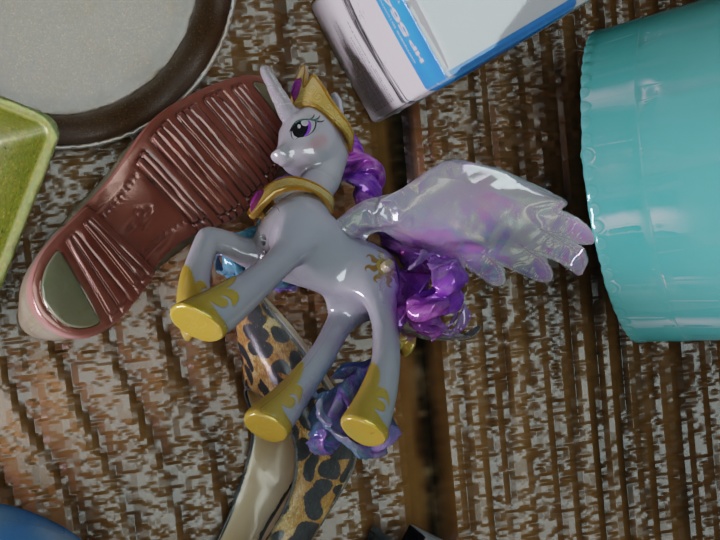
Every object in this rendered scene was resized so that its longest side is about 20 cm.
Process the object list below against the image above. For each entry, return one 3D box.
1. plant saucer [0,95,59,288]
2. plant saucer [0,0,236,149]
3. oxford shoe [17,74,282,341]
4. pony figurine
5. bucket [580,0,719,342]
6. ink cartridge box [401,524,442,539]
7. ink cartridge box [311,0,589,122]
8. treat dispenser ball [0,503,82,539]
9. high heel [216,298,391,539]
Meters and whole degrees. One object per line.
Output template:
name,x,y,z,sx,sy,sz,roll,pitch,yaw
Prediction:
plant saucer,-0.283,-0.026,0.895,0.199,0.048,0.201,21,98,-12
plant saucer,-0.167,-0.167,0.938,0.198,0.032,0.202,0,92,-11
oxford shoe,-0.117,-0.037,0.937,0.200,0.074,0.071,-43,101,-28
pony figurine,0.000,0.000,0.893,0.192,0.166,0.201,34,49,-13
bucket,0.205,-0.055,0.929,0.134,0.207,0.209,-7,94,21
ink cartridge box,0.089,0.235,0.991,0.199,0.039,0.100,31,86,-21
ink cartridge box,0.064,-0.158,0.904,0.145,0.200,0.085,-32,95,-10
treat dispenser ball,-0.202,0.217,0.854,0.199,0.201,0.203,0,92,-12
high heel,-0.070,0.122,0.944,0.142,0.071,0.201,-27,106,-17
